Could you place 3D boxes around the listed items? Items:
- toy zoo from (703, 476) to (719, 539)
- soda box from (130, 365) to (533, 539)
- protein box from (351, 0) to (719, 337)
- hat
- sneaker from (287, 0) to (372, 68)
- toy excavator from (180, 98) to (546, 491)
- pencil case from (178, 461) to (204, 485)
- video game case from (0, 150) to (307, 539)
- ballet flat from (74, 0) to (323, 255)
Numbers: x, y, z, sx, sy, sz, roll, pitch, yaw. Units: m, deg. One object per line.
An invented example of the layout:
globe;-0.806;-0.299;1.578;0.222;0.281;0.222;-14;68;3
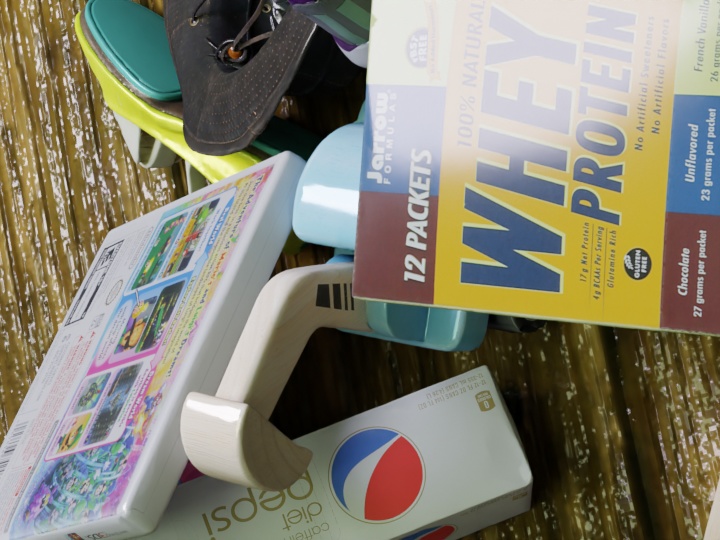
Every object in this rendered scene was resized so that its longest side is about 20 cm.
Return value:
toy zoo;0.239;0.142;0.997;0.199;0.020;0.132;20;102;36
soda box;-0.019;0.116;1.099;0.199;0.068;0.064;-22;73;-4
protein box;0.136;-0.045;0.966;0.199;0.198;0.136;5;92;37
hat;-0.026;-0.149;1.152;0.200;0.080;0.202;-33;51;54
sneaker;-0.033;-0.178;1.024;0.074;0.087;0.200;-46;49;17
toy excavator;0.000;0.000;1.065;0.099;0.199;0.196;10;94;37
pencil case;-0.073;0.118;1.196;0.200;0.088;0.089;47;116;25
video game case;-0.112;0.047;1.115;0.182;0.024;0.201;-19;41;53
ballet flat;-0.089;-0.074;1.225;0.200;0.067;0.067;36;125;30
